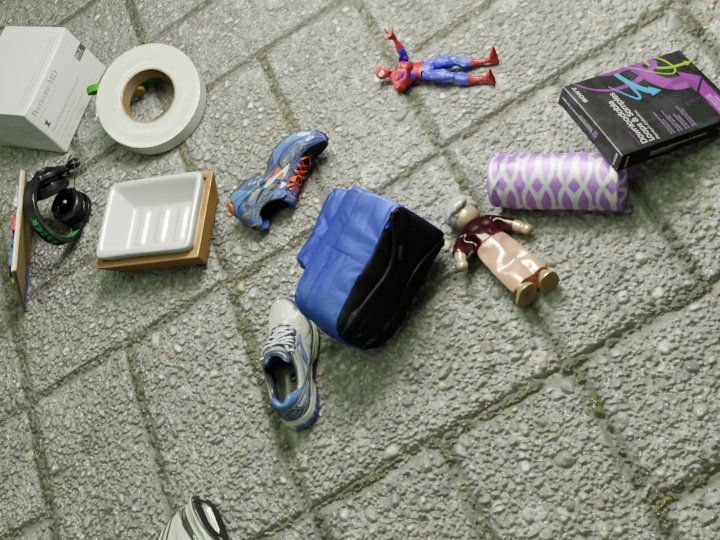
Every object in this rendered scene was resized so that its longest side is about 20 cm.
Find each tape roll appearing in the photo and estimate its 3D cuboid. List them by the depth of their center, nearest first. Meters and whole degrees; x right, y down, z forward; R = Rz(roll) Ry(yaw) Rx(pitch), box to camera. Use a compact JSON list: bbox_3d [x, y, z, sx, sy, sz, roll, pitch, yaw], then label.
[{"bbox_3d":[-0.377,-0.309,1.608,0.201,0.037,0.205,-2,77,11],"label":"tape roll"}]

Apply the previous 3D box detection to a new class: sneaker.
[{"bbox_3d":[-0.220,0.418,1.206,0.115,0.076,0.201,-43,48,11],"label":"sneaker"},{"bbox_3d":[-0.104,0.120,1.278,0.076,0.085,0.201,-20,59,14],"label":"sneaker"},{"bbox_3d":[-0.119,-0.141,1.429,0.200,0.075,0.078,-46,65,8],"label":"sneaker"}]

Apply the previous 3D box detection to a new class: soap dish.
[{"bbox_3d":[-0.332,-0.076,1.481,0.198,0.081,0.159,-6,64,22],"label":"soap dish"}]

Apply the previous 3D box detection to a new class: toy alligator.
[{"bbox_3d":[-0.413,-0.357,1.674,0.198,0.054,0.060,-18,76,6],"label":"toy alligator"}]

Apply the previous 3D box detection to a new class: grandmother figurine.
[{"bbox_3d":[0.181,-0.035,1.244,0.121,0.061,0.200,-23,51,-19],"label":"grandmother figurine"}]

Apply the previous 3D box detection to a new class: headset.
[{"bbox_3d":[-0.543,-0.130,1.588,0.093,0.124,0.201,-16,42,22],"label":"headset"}]

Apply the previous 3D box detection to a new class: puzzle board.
[{"bbox_3d":[-0.591,-0.051,1.556,0.017,0.151,0.202,1,61,-13],"label":"puzzle board"}]

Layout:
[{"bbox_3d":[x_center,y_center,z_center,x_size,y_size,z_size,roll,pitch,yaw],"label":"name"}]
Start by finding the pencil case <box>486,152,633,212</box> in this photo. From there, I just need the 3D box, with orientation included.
[{"bbox_3d":[0.273,-0.126,1.229,0.198,0.085,0.086,4,33,24],"label":"pencil case"}]

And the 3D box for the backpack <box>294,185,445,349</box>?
[{"bbox_3d":[0.000,0.000,1.250,0.167,0.162,0.201,25,90,41],"label":"backpack"}]

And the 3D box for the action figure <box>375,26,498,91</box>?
[{"bbox_3d":[0.106,-0.330,1.397,0.198,0.099,0.066,0,64,27],"label":"action figure"}]

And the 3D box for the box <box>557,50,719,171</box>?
[{"bbox_3d":[0.387,-0.218,1.199,0.199,0.036,0.143,-21,56,-15],"label":"box"}]

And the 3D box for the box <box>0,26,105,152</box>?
[{"bbox_3d":[-0.636,-0.351,1.724,0.198,0.131,0.200,9,71,28],"label":"box"}]
